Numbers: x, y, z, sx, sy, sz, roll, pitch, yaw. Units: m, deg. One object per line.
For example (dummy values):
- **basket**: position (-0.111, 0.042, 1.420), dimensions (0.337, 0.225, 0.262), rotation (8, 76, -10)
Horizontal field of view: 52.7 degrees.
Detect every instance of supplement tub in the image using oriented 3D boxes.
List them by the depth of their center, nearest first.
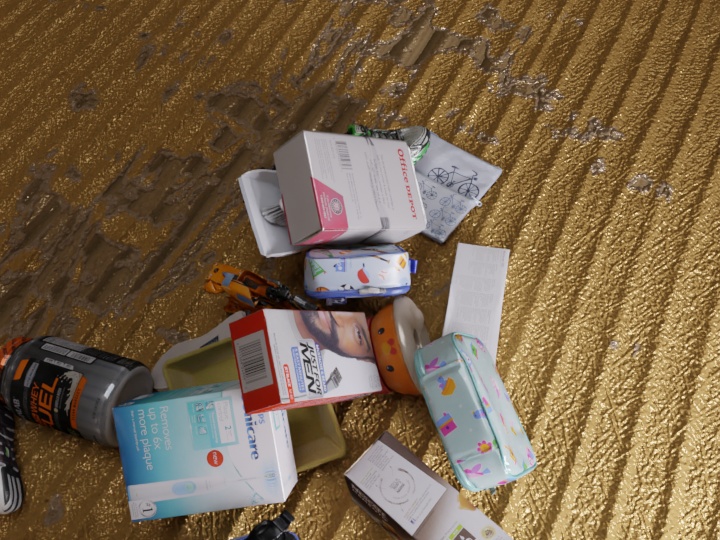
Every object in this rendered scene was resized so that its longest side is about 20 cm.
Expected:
- **supplement tub**: position (-0.408, 0.164, 1.025), dimensions (0.199, 0.123, 0.123), rotation (13, 58, 14)

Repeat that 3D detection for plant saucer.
- **plant saucer**: position (-0.140, 0.183, 0.984), dimensions (0.199, 0.048, 0.201), rotation (-21, 88, 2)

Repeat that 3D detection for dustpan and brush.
- **dustpan and brush**: position (-0.072, -0.088, 1.083), dimensions (0.200, 0.057, 0.140), rotation (2, 62, -47)

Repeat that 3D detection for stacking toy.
- **stacking toy**: position (0.000, 0.130, 1.033), dimensions (0.199, 0.146, 0.147), rotation (-19, 55, 14)

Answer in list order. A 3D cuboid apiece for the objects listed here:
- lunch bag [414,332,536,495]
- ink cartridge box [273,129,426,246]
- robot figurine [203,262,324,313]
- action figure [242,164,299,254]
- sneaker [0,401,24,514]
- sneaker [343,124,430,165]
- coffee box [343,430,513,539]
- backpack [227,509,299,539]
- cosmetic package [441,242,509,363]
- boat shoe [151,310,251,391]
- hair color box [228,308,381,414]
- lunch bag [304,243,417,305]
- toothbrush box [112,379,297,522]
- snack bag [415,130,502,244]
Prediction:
- **lunch bag**: position (0.149, 0.183, 0.935), dimensions (0.077, 0.160, 0.201), rotation (-26, 73, 19)
- **ink cartridge box**: position (-0.012, -0.114, 1.059), dimensions (0.199, 0.083, 0.147), rotation (-3, 76, -41)
- **robot figurine**: position (-0.128, 0.057, 1.071), dimensions (0.199, 0.145, 0.058), rotation (22, 71, 27)
- **action figure**: position (-0.091, -0.086, 1.174), dimensions (0.200, 0.119, 0.102), rotation (31, 102, -15)
- **sneaker**: position (-0.545, 0.255, 1.006), dimensions (0.115, 0.076, 0.200), rotation (-22, 58, -6)
- **sneaker**: position (0.023, -0.210, 1.243), dimensions (0.199, 0.085, 0.078), rotation (-14, 47, 5)
- **coffee box**: position (0.081, 0.305, 0.896), dimensions (0.200, 0.115, 0.080), rotation (37, 66, 24)
- **backpack**: position (-0.151, 0.402, 0.829), dimensions (0.190, 0.154, 0.200), rotation (-5, 49, -8)
- **cosmetic package**: position (0.172, 0.057, 1.092), dimensions (0.082, 0.051, 0.201), rotation (8, 58, 12)
- **boat shoe**: position (-0.207, 0.137, 1.062), dimensions (0.200, 0.093, 0.075), rotation (-28, 46, 22)
- **hair color box**: position (-0.062, 0.109, 0.900), dimensions (0.064, 0.200, 0.111), rotation (-21, 75, 31)
- **lunch bag**: position (0.000, 0.000, 1.065), dimensions (0.160, 0.200, 0.076), rotation (-2, 97, -1)
- **toothbrush box**: position (-0.192, 0.222, 0.918), dimensions (0.199, 0.085, 0.147), rotation (-9, 91, 6)
- **snack bag**: position (0.124, -0.154, 1.255), dimensions (0.188, 0.021, 0.200), rotation (33, 64, 24)
